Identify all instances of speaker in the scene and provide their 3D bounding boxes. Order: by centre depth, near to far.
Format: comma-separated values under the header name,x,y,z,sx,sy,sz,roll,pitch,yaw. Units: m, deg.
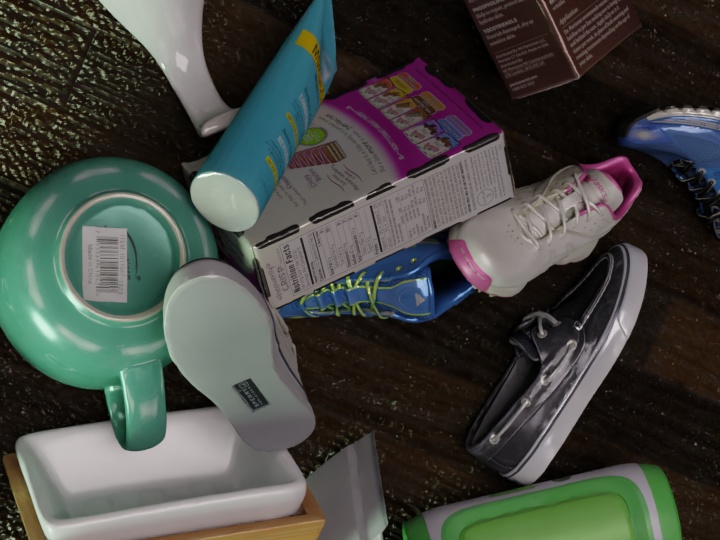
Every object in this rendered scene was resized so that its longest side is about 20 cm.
name,x,y,z,sx,sy,sz,roll,pitch,yaw
speaker,0.135,0.203,1.555,0.198,0.088,0.089,-12,98,-5

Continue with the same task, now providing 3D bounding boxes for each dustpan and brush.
name,x,y,z,sx,sy,sz,roll,pitch,yaw
dustpan and brush,-0.052,0.219,1.507,0.199,0.140,0.057,-33,114,11

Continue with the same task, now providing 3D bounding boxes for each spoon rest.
name,x,y,z,sx,sy,sz,roll,pitch,yaw
spoon rest,-0.138,-0.188,1.473,0.099,0.061,0.202,-22,88,-16

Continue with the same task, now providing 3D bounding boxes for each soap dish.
name,x,y,z,sx,sy,sz,roll,pitch,yaw
soap dish,-0.139,0.166,1.450,0.198,0.157,0.082,-6,113,-17

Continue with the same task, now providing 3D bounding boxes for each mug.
name,x,y,z,sx,sy,sz,roll,pitch,yaw
mug,-0.162,0.011,1.425,0.185,0.114,0.152,45,71,-6

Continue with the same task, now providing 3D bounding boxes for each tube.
name,x,y,z,sx,sy,sz,roll,pitch,yaw
tube,-0.056,-0.110,1.443,0.050,0.078,0.201,15,47,13

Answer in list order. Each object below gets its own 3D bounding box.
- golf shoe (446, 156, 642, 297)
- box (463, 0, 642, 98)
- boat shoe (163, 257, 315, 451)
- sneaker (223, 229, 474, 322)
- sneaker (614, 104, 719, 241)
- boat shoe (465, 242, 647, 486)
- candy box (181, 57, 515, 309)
name,x,y,z,sx,sy,sz,roll,pitch,yaw
golf shoe,0.134,-0.040,1.500,0.076,0.091,0.200,55,34,6
box,0.115,-0.238,1.514,0.100,0.075,0.201,-38,108,-43
boat shoe,-0.080,0.044,1.384,0.071,0.066,0.200,-22,141,9
sneaker,0.000,0.000,1.496,0.198,0.105,0.077,-12,108,-16
sneaker,0.282,-0.070,1.596,0.198,0.078,0.090,20,86,-18
boat shoe,0.145,0.061,1.572,0.067,0.072,0.201,30,93,-19
candy box,-0.009,-0.063,1.470,0.199,0.136,0.061,-24,126,-14
